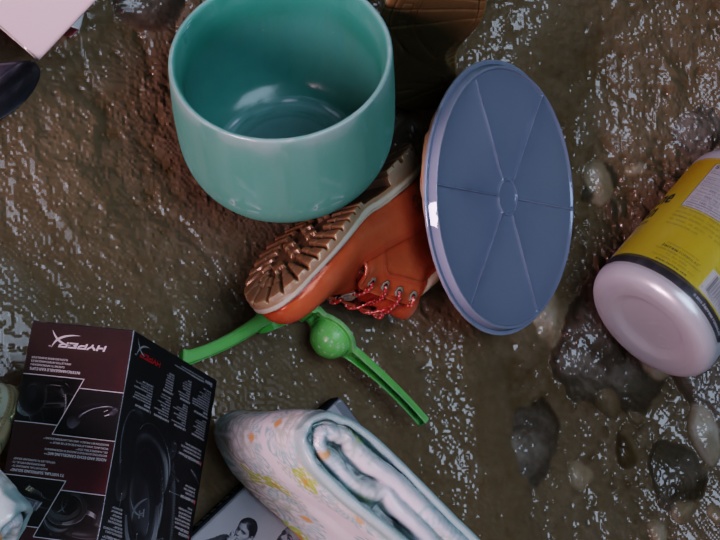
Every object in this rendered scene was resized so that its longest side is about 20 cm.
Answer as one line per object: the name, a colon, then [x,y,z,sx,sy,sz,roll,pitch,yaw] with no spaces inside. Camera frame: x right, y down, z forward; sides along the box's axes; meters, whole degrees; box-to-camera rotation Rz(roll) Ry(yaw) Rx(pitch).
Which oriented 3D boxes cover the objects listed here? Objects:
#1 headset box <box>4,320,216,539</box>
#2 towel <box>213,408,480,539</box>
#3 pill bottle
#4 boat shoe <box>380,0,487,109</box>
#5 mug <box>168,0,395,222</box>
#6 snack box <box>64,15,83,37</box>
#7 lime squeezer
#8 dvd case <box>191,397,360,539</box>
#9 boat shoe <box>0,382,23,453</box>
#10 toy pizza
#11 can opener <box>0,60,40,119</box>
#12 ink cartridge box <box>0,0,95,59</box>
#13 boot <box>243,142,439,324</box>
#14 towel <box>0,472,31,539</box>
headset box: [-0.164,0.148,1.303,0.149,0.077,0.202,40,58,-68]
towel: [0.001,0.166,1.351,0.200,0.171,0.048,46,67,-15]
pill bottle: [0.277,-0.022,1.584,0.200,0.112,0.112,-46,104,-25]
boat shoe: [0.046,-0.188,1.447,0.073,0.200,0.067,3,64,-8]
mug: [-0.039,-0.117,1.408,0.184,0.115,0.152,-32,58,-21]
snack box: [-0.273,-0.224,1.369,0.199,0.024,0.072,19,72,-25]
lime squeezer: [-0.034,0.054,1.441,0.199,0.038,0.071,17,44,-28]
dvd case: [-0.042,0.209,1.433,0.200,0.025,0.151,-42,102,-27]
boat shoe: [-0.272,0.155,1.266,0.062,0.073,0.201,17,107,-48]
toy pizza: [0.096,-0.053,1.506,0.200,0.032,0.202,2,88,-54]
can opener: [-0.290,-0.094,1.295,0.200,0.078,0.064,-41,104,-45]
ink cartridge box: [-0.186,-0.273,1.331,0.146,0.147,0.201,41,57,-12]
boot: [0.000,0.000,1.438,0.200,0.075,0.108,-41,112,-45]
towel: [-0.300,0.157,1.195,0.171,0.048,0.201,39,108,13]
